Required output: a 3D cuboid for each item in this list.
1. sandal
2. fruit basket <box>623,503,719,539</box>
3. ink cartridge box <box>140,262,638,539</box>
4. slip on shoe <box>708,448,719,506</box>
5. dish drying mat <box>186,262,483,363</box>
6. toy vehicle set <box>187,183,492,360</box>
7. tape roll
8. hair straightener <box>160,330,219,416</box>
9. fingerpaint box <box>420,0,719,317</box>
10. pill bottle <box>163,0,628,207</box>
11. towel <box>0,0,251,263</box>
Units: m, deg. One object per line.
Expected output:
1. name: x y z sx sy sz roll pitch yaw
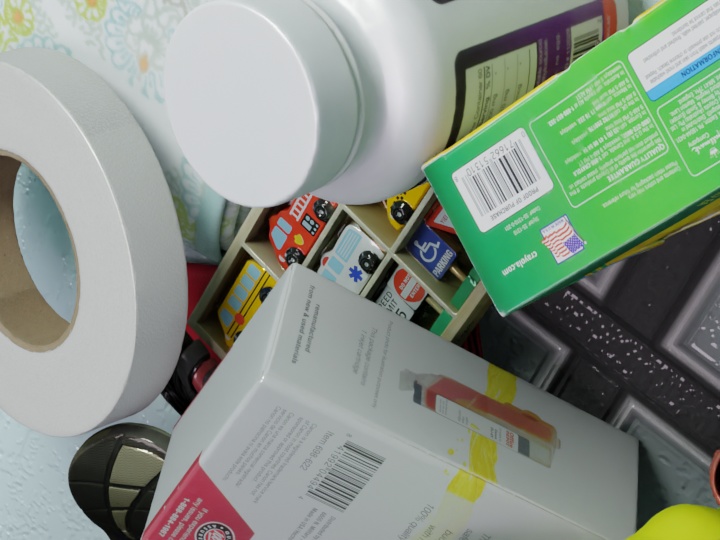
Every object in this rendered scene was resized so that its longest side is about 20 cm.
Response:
1. sandal: -0.110 0.125 1.150 0.079 0.058 0.201 20 156 12
2. fruit basket: 0.108 0.199 0.905 0.214 0.215 0.157 10 122 32
3. ink cartridge box: 0.016 0.108 1.003 0.199 0.084 0.145 27 130 -12
4. slip on shoe: 0.226 0.066 0.847 0.199 0.061 0.075 -25 85 42
5. dish drying mat: -0.022 0.039 1.093 0.199 0.018 0.077 7 116 35
6. toy vehicle set: 0.000 0.000 1.029 0.124 0.026 0.200 44 129 13
7. tape roll: -0.166 -0.014 1.073 0.202 0.037 0.204 21 119 42
8. hair straightener: -0.072 0.097 1.122 0.200 0.041 0.077 49 155 -18
9. fingerpaint box: 0.150 -0.071 0.799 0.200 0.166 0.074 -33 83 42
10. pill bottle: 0.015 -0.092 0.862 0.111 0.199 0.112 17 117 36
11. towel: -0.107 -0.122 1.050 0.171 0.048 0.201 36 130 20
